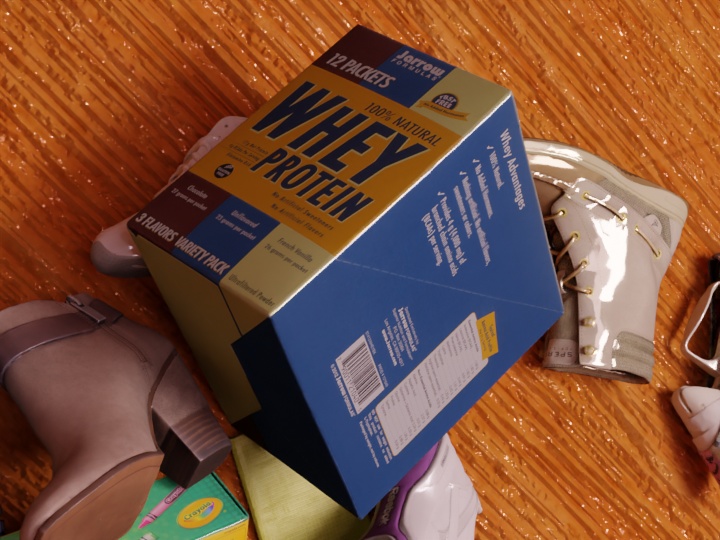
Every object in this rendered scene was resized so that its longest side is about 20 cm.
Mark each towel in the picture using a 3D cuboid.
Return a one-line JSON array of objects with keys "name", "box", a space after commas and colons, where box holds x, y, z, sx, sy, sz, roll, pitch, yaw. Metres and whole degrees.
[{"name": "towel", "box": [-0.024, 0.195, 1.038, 0.086, 0.018, 0.201, -19, 95, -32]}]

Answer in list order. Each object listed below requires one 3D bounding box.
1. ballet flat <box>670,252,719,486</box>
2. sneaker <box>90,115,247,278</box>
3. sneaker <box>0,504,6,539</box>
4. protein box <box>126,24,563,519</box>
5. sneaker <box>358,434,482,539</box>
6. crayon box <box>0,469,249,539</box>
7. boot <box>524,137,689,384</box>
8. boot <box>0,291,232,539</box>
[{"name": "ballet flat", "box": [0.285, 0.080, 1.214, 0.071, 0.069, 0.202, 13, 74, -11]}, {"name": "sneaker", "box": [-0.097, -0.052, 0.995, 0.200, 0.070, 0.081, -25, 93, -38]}, {"name": "sneaker", "box": [-0.251, 0.095, 0.861, 0.085, 0.077, 0.202, -9, 108, -18]}, {"name": "protein box", "box": [0.000, 0.000, 0.945, 0.200, 0.135, 0.199, -43, 139, -21]}, {"name": "sneaker", "box": [0.036, 0.199, 1.015, 0.100, 0.075, 0.200, 55, 42, -25]}, {"name": "crayon box", "box": [-0.165, 0.203, 0.895, 0.199, 0.058, 0.119, -17, 130, -32]}, {"name": "boot", "box": [0.152, -0.005, 1.134, 0.199, 0.072, 0.156, 19, 78, -29]}, {"name": "boot", "box": [-0.168, 0.081, 0.881, 0.146, 0.070, 0.200, 40, 23, 16]}]
